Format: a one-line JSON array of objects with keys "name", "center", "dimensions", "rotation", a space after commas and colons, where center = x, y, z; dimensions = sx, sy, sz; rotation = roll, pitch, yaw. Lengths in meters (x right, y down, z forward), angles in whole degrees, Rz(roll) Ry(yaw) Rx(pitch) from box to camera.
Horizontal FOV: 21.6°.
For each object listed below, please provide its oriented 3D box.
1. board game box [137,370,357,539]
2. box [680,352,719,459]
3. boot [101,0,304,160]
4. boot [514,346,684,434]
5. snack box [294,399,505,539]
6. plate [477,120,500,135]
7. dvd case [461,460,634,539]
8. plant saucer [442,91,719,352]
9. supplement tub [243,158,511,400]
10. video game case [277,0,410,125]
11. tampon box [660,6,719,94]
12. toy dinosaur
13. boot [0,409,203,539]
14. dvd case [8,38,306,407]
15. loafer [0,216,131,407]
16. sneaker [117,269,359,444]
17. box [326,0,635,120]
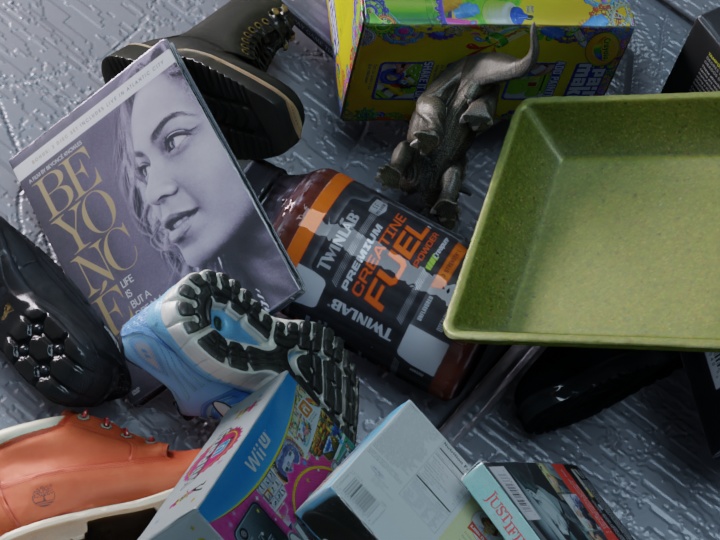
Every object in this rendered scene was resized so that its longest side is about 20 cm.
[{"name": "board game box", "center": [-0.023, 0.182, 1.115], "dimensions": [0.200, 0.064, 0.148], "rotation": [48, 34, -10]}, {"name": "box", "center": [0.321, 0.045, 1.280], "dimensions": [0.200, 0.104, 0.148], "rotation": [4, 60, -33]}, {"name": "boot", "center": [-0.075, -0.152, 1.335], "dimensions": [0.138, 0.078, 0.200], "rotation": [-35, 38, -29]}, {"name": "boot", "center": [0.152, 0.009, 1.323], "dimensions": [0.200, 0.076, 0.168], "rotation": [-23, 70, -29]}, {"name": "snack box", "center": [0.062, 0.182, 1.114], "dimensions": [0.200, 0.037, 0.116], "rotation": [48, 34, 1]}, {"name": "plate", "center": [0.081, -0.213, 1.465], "dimensions": [0.200, 0.032, 0.200], "rotation": [-32, 71, -24]}, {"name": "dvd case", "center": [0.143, 0.180, 1.174], "dimensions": [0.022, 0.200, 0.146], "rotation": [-41, 71, 12]}, {"name": "plant saucer", "center": [0.174, -0.023, 1.210], "dimensions": [0.200, 0.048, 0.200], "rotation": [1, 54, 29]}, {"name": "supplement tub", "center": [0.000, 0.000, 1.286], "dimensions": [0.200, 0.107, 0.107], "rotation": [28, 60, 6]}, {"name": "video game case", "center": [0.017, -0.211, 1.424], "dimensions": [0.200, 0.019, 0.143], "rotation": [42, 63, 13]}, {"name": "tampon box", "center": [0.301, -0.105, 1.345], "dimensions": [0.150, 0.200, 0.126], "rotation": [-25, 68, -23]}, {"name": "toy dinosaur", "center": [0.061, -0.102, 1.285], "dimensions": [0.077, 0.200, 0.102], "rotation": [17, 36, -3]}, {"name": "boot", "center": [-0.147, 0.126, 1.210], "dimensions": [0.200, 0.075, 0.107], "rotation": [-12, 58, -16]}, {"name": "dvd case", "center": [-0.140, -0.032, 1.264], "dimensions": [0.149, 0.016, 0.200], "rotation": [-35, 73, 20]}, {"name": "loafer", "center": [-0.226, 0.021, 1.262], "dimensions": [0.201, 0.070, 0.068], "rotation": [44, 101, 29]}, {"name": "sneaker", "center": [-0.075, 0.066, 1.218], "dimensions": [0.200, 0.090, 0.078], "rotation": [39, 45, -39]}, {"name": "box", "center": [0.077, -0.223, 1.360], "dimensions": [0.192, 0.122, 0.200], "rotation": [0, 61, -10]}]
